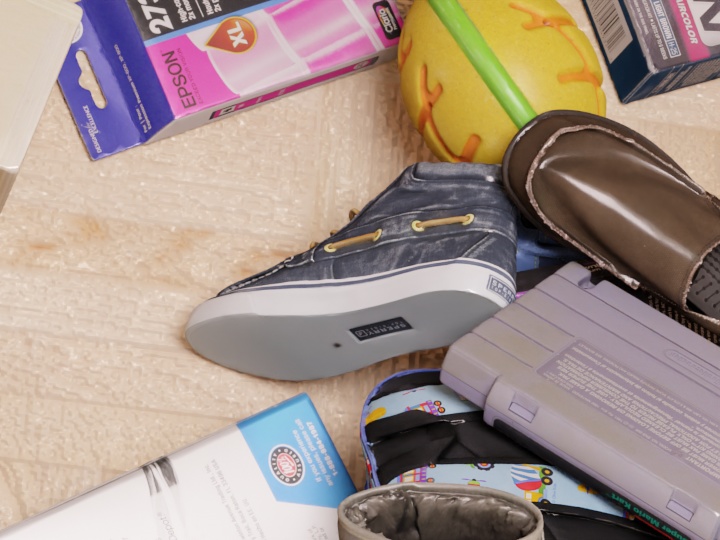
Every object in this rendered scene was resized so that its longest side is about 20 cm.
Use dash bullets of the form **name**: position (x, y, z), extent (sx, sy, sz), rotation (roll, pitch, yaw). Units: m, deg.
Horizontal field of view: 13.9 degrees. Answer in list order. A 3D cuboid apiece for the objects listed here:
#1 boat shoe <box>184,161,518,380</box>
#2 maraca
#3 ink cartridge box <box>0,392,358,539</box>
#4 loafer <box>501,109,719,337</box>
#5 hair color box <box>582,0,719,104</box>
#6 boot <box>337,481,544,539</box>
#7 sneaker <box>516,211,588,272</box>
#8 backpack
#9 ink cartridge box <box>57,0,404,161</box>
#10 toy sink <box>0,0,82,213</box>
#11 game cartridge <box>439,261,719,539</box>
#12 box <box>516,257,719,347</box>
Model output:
- **boat shoe**: position (0.000, 0.000, 1.618), extent (0.071, 0.200, 0.091), rotation (50, 41, -44)
- **maraca**: position (0.071, -0.116, 1.656), extent (0.107, 0.137, 0.200), rotation (-33, 41, 3)
- **ink cartridge box**: position (-0.090, 0.175, 1.569), extent (0.200, 0.084, 0.146), rotation (-23, 81, -20)
- **loafer**: position (0.166, -0.020, 1.566), extent (0.200, 0.071, 0.073), rotation (30, 93, -16)
- **hair color box**: position (0.236, -0.177, 1.775), extent (0.200, 0.061, 0.100), rotation (-16, 79, -19)
- **boot**: position (0.003, 0.193, 1.449), extent (0.182, 0.200, 0.073), rotation (-6, 46, 0)
- **sneaker**: position (0.133, -0.018, 1.679), extent (0.200, 0.082, 0.074), rotation (18, 44, -12)
- **backpack**: position (0.091, 0.136, 1.543), extent (0.200, 0.135, 0.183), rotation (5, 36, -17)
- **ink cartridge box**: position (-0.079, -0.139, 1.696), extent (0.200, 0.037, 0.095), rotation (-21, 79, -17)
- **toy sink**: position (-0.267, -0.111, 1.586), extent (0.200, 0.130, 0.112), rotation (23, 70, -8)
- **game cartridge**: position (0.152, 0.076, 1.507), extent (0.200, 0.038, 0.130), rotation (32, 41, 22)
- **box**: position (0.168, 0.056, 1.648), extent (0.200, 0.036, 0.143), rotation (-11, 113, -11)
